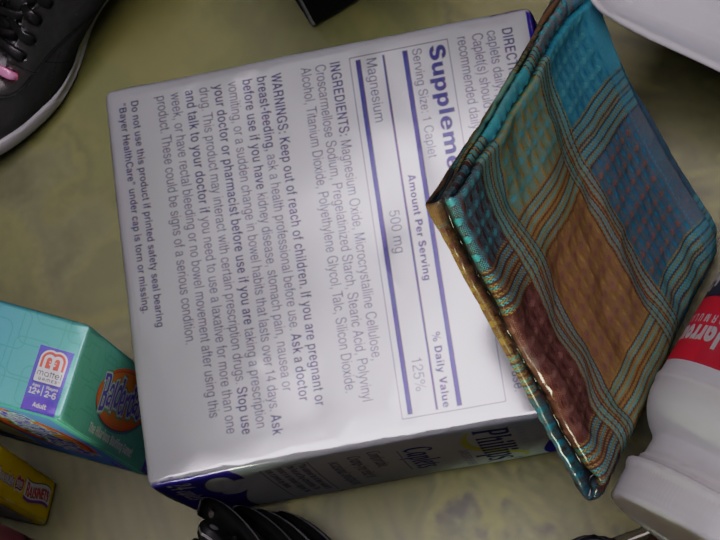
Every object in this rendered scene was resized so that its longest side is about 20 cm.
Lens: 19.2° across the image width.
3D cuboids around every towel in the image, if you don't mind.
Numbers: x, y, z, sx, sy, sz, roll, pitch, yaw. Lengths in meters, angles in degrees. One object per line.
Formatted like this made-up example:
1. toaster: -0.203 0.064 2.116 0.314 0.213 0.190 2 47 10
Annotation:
1. towel: 0.095 -0.018 0.892 0.022 0.200 0.147 -19 112 31

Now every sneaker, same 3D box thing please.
1. sneaker: -0.160 -0.142 1.029 0.071 0.099 0.200 36 85 14

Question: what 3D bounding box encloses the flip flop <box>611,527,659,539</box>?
1. flip flop: 0.149 0.141 0.926 0.199 0.058 0.081 -23 73 3

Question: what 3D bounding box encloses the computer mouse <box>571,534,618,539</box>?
1. computer mouse: 0.092 0.223 0.887 0.138 0.053 0.201 35 103 10

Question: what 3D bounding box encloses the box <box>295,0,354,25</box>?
1. box: -0.053 -0.241 1.002 0.086 0.164 0.201 -33 72 0

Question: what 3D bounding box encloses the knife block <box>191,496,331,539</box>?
1. knife block: 0.005 0.173 0.906 0.199 0.176 0.064 27 103 -1

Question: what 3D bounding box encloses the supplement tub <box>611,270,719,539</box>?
1. supplement tub: 0.203 0.038 0.856 0.140 0.140 0.201 30 83 15

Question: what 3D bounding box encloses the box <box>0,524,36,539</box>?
1. box: -0.230 0.142 0.915 0.127 0.200 0.110 13 78 12

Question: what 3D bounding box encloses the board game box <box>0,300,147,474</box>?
1. board game box: -0.197 0.037 0.962 0.199 0.152 0.045 15 78 12

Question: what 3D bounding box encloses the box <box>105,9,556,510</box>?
1. box: 0.000 0.000 0.963 0.199 0.105 0.185 -10 74 8

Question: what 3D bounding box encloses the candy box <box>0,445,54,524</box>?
1. candy box: -0.249 0.078 0.986 0.199 0.102 0.027 12 78 12

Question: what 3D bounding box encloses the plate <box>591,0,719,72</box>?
1. plate: 0.220 -0.162 0.975 0.199 0.032 0.201 26 78 -10
